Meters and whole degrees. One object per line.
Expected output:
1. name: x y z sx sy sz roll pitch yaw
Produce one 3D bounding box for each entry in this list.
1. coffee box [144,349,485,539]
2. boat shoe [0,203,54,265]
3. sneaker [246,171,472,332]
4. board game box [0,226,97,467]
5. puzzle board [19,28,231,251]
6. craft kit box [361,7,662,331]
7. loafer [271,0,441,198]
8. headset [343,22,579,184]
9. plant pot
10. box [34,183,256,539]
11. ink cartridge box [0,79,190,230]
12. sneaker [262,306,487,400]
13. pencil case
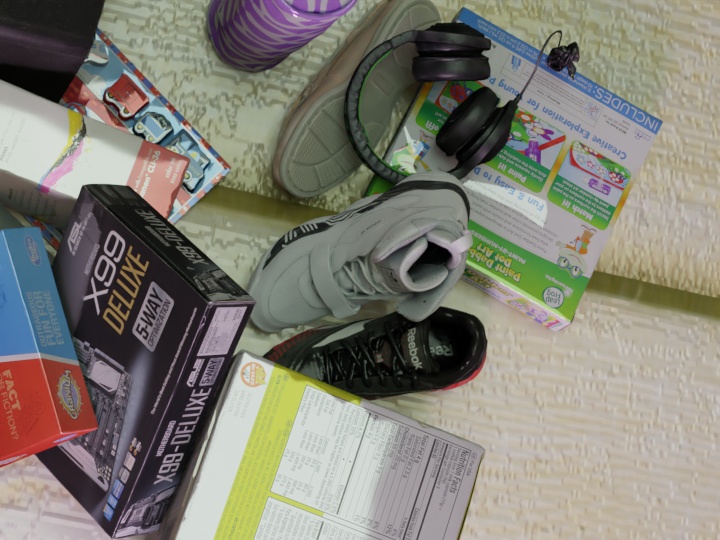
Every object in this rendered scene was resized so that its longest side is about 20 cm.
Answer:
1. coffee box: -0.049 0.202 1.501 0.196 0.200 0.202 21 73 -9
2. boat shoe: -0.247 0.032 1.568 0.064 0.071 0.200 -39 98 14
3. sneaker: 0.000 0.000 1.574 0.199 0.115 0.075 -28 113 6
4. board game box: -0.293 0.073 1.485 0.040 0.199 0.154 -5 75 -56
5. puzzle board: -0.222 -0.104 1.624 0.200 0.017 0.151 46 72 0
6. craft kit box: 0.124 -0.083 1.688 0.199 0.049 0.199 29 70 -5
7. loafer: -0.010 -0.143 1.668 0.201 0.063 0.072 -53 126 -15
8. headset: 0.082 -0.143 1.641 0.198 0.094 0.124 -21 96 -4
9. plant pot: -0.282 -0.231 1.543 0.176 0.200 0.201 18 69 -14
10. box: -0.171 0.063 1.459 0.050 0.201 0.158 -2 34 -48
11. ink cartridge box: -0.237 -0.082 1.547 0.199 0.116 0.068 22 76 -8
12. sneaker: 0.012 0.068 1.599 0.199 0.098 0.072 -10 82 -14
13. pencil case: -0.063 -0.215 1.593 0.083 0.200 0.086 -14 87 -22
